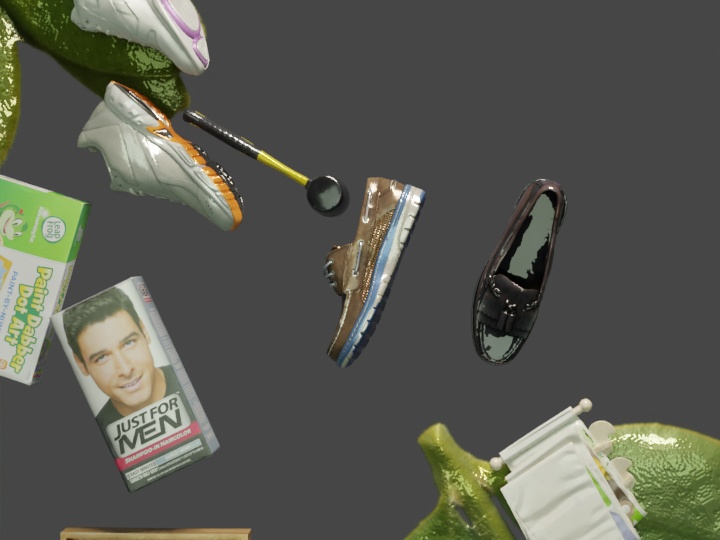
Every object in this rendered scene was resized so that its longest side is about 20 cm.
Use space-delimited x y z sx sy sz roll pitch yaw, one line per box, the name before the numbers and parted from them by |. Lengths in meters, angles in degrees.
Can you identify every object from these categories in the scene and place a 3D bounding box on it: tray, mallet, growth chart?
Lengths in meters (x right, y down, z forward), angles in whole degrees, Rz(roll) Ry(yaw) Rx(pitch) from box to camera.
tray | -0.215 0.323 1.496 0.197 0.037 0.100 0 91 1
mallet | -0.096 -0.115 1.487 0.199 0.066 0.041 31 91 16
growth chart | 0.226 0.249 1.485 0.143 0.018 0.202 -24 90 2

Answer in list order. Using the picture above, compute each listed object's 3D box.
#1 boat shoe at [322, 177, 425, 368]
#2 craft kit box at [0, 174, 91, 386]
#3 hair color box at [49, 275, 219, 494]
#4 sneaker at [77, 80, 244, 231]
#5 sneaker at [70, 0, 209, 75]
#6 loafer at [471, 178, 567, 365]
boat shoe | 0.000 0.000 1.469 0.072 0.072 0.202 22 82 6
craft kit box | -0.405 -0.004 1.495 0.195 0.049 0.202 17 92 -1
hair color box | -0.234 0.118 1.480 0.098 0.061 0.202 -25 89 3
sneaker | -0.208 -0.100 1.476 0.200 0.076 0.092 44 100 8
sneaker | -0.239 -0.270 1.479 0.200 0.075 0.100 46 111 1
loafer | 0.162 0.001 1.460 0.071 0.063 0.202 18 92 2
